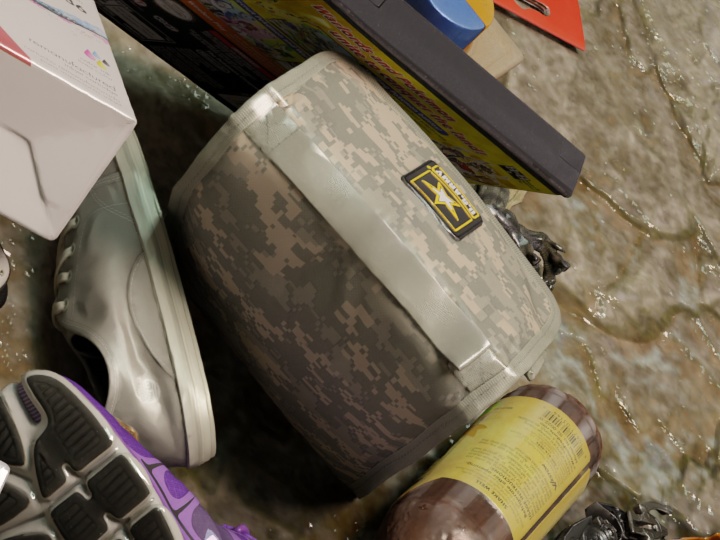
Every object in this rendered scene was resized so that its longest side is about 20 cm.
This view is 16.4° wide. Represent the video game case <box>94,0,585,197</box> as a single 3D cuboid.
[{"bbox_3d":[-0.018,-0.095,1.170,0.200,0.180,0.026,35,72,-45],"label":"video game case"}]

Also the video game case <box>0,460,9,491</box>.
[{"bbox_3d":[-0.241,0.090,0.905,0.199,0.018,0.144,31,68,-22],"label":"video game case"}]

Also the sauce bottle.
[{"bbox_3d":[0.048,0.120,1.174,0.065,0.065,0.200,51,37,2],"label":"sauce bottle"}]

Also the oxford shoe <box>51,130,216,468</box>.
[{"bbox_3d":[-0.113,0.001,1.120,0.057,0.075,0.201,-12,60,-9],"label":"oxford shoe"}]

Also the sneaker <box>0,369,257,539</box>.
[{"bbox_3d":[-0.084,0.123,1.053,0.200,0.080,0.083,51,21,-10],"label":"sneaker"}]

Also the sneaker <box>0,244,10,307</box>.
[{"bbox_3d":[-0.181,0.012,1.030,0.087,0.076,0.201,21,47,-31],"label":"sneaker"}]

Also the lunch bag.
[{"bbox_3d":[0.000,0.000,1.107,0.117,0.200,0.164,-40,89,-13],"label":"lunch bag"}]

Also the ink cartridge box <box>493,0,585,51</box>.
[{"bbox_3d":[0.104,-0.240,1.539,0.109,0.050,0.201,24,44,-29],"label":"ink cartridge box"}]

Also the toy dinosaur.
[{"bbox_3d":[0.073,-0.030,1.342,0.199,0.047,0.088,-13,62,-52],"label":"toy dinosaur"}]

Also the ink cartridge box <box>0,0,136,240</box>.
[{"bbox_3d":[-0.173,-0.104,1.081,0.116,0.068,0.200,30,15,-25],"label":"ink cartridge box"}]

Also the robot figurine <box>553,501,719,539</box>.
[{"bbox_3d":[0.164,0.187,1.238,0.199,0.058,0.146,7,54,-42],"label":"robot figurine"}]

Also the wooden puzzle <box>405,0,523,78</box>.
[{"bbox_3d":[-0.003,-0.165,1.376,0.186,0.046,0.200,51,38,3],"label":"wooden puzzle"}]
